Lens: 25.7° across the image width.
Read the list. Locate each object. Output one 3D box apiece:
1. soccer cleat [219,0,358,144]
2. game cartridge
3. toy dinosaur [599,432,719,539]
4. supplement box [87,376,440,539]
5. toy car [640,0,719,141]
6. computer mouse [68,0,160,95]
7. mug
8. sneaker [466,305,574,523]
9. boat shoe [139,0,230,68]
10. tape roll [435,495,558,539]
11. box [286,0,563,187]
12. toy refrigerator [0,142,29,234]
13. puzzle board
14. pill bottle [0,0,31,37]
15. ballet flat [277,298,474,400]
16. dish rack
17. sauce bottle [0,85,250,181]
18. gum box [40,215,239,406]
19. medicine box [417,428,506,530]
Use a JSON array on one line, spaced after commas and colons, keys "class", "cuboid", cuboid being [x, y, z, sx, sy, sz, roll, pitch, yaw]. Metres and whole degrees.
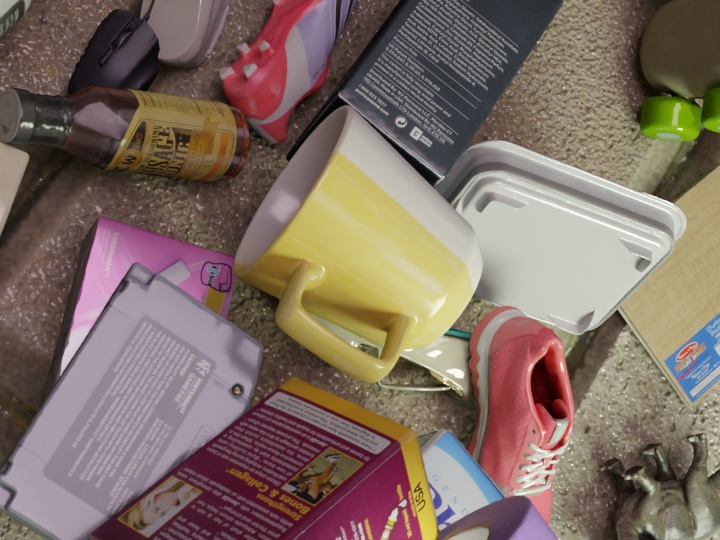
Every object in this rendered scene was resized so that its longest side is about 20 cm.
[{"class": "soccer cleat", "cuboid": [-0.044, -0.195, 1.314, 0.201, 0.066, 0.077, -56, 131, -29]}, {"class": "game cartridge", "cuboid": [-0.159, 0.111, 1.122, 0.133, 0.041, 0.201, 36, 68, -13]}, {"class": "toy dinosaur", "cuboid": [0.263, 0.200, 1.332, 0.199, 0.077, 0.103, -22, 97, -30]}, {"class": "supplement box", "cuboid": [-0.061, 0.181, 1.072, 0.200, 0.130, 0.104, -36, 129, -31]}, {"class": "toy car", "cuboid": [0.370, -0.190, 1.432, 0.199, 0.157, 0.166, 11, 84, -31]}, {"class": "computer mouse", "cuboid": [-0.167, -0.203, 1.223, 0.058, 0.034, 0.201, 32, 98, 15]}, {"class": "mug", "cuboid": [-0.001, -0.003, 1.170, 0.153, 0.149, 0.187, 35, 69, -15]}, {"class": "sneaker", "cuboid": [0.131, 0.133, 1.254, 0.073, 0.087, 0.202, -11, 103, -30]}, {"class": "boat shoe", "cuboid": [-0.123, -0.260, 1.266, 0.071, 0.068, 0.202, 8, 89, 15]}, {"class": "tape roll", "cuboid": [0.049, 0.234, 1.043, 0.200, 0.200, 0.066, -38, 92, -25]}, {"class": "box", "cuboid": [0.050, -0.154, 1.283, 0.107, 0.148, 0.201, 37, 67, -6]}, {"class": "toy refrigerator", "cuboid": [-0.310, 0.002, 1.142, 0.069, 0.076, 0.202, 22, 70, -15]}, {"class": "puzzle board", "cuboid": [0.315, 0.007, 1.423, 0.200, 0.017, 0.151, -37, 93, -25]}, {"class": "pill bottle", "cuboid": [-0.318, -0.205, 1.171, 0.114, 0.114, 0.200, 42, 65, -7]}, {"class": "ballet flat", "cuboid": [0.010, 0.057, 1.266, 0.199, 0.069, 0.070, 19, 70, -17]}, {"class": "dish rack", "cuboid": [0.144, -0.016, 1.273, 0.199, 0.172, 0.044, 20, 51, -15]}, {"class": "sauce bottle", "cuboid": [-0.179, -0.106, 1.200, 0.199, 0.066, 0.067, 2, 75, -38]}, {"class": "gum box", "cuboid": [-0.172, 0.075, 1.182, 0.113, 0.066, 0.202, 17, 71, -15]}, {"class": "medicine box", "cuboid": [0.038, 0.256, 1.200, 0.200, 0.103, 0.182, -42, 94, -24]}]
